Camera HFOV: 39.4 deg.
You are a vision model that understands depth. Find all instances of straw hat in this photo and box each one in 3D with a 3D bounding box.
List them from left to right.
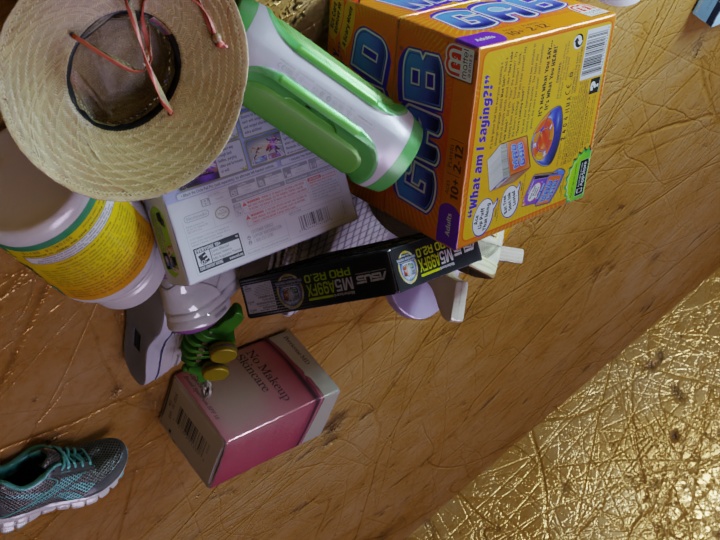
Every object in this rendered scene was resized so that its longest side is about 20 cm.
[{"bbox_3d":[-0.189,-0.159,0.795,0.201,0.085,0.201,-7,107,-23],"label":"straw hat"}]

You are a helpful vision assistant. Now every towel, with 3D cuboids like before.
[{"bbox_3d":[-0.037,-0.060,1.200,0.166,0.086,0.200,-28,151,-32],"label":"towel"}]

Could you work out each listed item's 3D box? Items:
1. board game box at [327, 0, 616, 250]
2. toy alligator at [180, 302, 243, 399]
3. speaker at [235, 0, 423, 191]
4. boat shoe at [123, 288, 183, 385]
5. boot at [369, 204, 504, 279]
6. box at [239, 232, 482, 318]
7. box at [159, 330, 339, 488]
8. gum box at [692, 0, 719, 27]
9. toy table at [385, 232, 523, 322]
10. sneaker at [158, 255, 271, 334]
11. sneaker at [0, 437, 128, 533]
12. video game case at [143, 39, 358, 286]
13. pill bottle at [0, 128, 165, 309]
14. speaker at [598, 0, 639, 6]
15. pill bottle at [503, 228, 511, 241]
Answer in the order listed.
[{"bbox_3d":[0.103,-0.172,1.015,0.200,0.200,0.200,-22,129,-37],"label":"board game box"},{"bbox_3d":[-0.177,0.094,1.122,0.054,0.059,0.200,3,146,-21],"label":"toy alligator"},{"bbox_3d":[-0.043,-0.153,0.886,0.200,0.088,0.088,33,109,-21],"label":"speaker"},{"bbox_3d":[-0.211,0.055,1.138,0.086,0.075,0.202,-25,152,-32],"label":"boat shoe"},{"bbox_3d":[0.110,-0.095,1.181,0.200,0.072,0.155,29,80,-34],"label":"boot"},{"bbox_3d":[0.000,0.000,1.040,0.200,0.044,0.160,-11,-175,37],"label":"box"},{"bbox_3d":[-0.150,0.185,1.372,0.200,0.128,0.109,-21,147,-40],"label":"box"},{"bbox_3d":[0.616,-0.473,1.531,0.200,0.045,0.170,-24,150,-32],"label":"gum box"},{"bbox_3d":[0.103,-0.034,1.289,0.184,0.117,0.200,-5,95,-30],"label":"toy table"},{"bbox_3d":[-0.153,-0.019,1.059,0.200,0.075,0.100,-63,140,-58],"label":"sneaker"},{"bbox_3d":[-0.369,0.245,1.220,0.200,0.078,0.091,-22,145,-40],"label":"sneaker"},{"bbox_3d":[-0.111,-0.104,0.934,0.200,0.045,0.181,-23,106,-35],"label":"video game case"},{"bbox_3d":[-0.248,-0.038,0.888,0.113,0.113,0.200,-40,156,-5],"label":"pill bottle"},{"bbox_3d":[0.321,-0.407,1.163,0.081,0.081,0.200,-30,152,-25],"label":"speaker"},{"bbox_3d":[0.170,-0.094,1.408,0.111,0.111,0.200,-18,146,-42],"label":"pill bottle"}]
